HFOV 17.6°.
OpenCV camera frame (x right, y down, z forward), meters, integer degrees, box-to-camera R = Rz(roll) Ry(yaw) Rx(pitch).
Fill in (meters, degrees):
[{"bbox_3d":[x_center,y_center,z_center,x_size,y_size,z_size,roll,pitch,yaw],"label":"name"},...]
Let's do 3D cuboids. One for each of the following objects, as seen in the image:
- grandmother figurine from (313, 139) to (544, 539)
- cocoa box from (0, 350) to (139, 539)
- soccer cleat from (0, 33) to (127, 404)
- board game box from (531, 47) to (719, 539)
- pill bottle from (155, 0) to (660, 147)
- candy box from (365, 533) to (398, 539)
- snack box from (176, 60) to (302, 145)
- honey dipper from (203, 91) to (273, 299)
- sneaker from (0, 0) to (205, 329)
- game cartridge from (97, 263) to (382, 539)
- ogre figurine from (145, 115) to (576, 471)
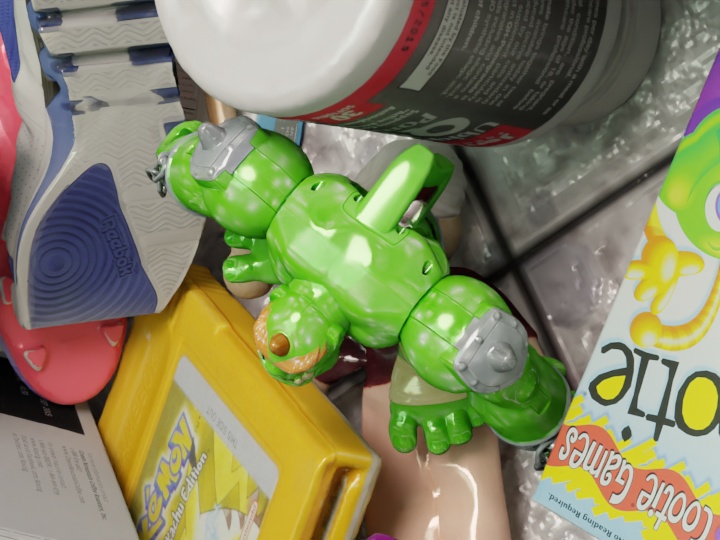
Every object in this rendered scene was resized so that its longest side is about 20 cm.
[{"bbox_3d":[0.024,0.045,0.948,0.121,0.061,0.201,-6,81,14],"label":"grandmother figurine"},{"bbox_3d":[-0.187,0.124,1.001,0.131,0.133,0.200,-68,22,15],"label":"cocoa box"},{"bbox_3d":[-0.156,-0.037,1.051,0.076,0.067,0.200,-7,102,70],"label":"soccer cleat"},{"bbox_3d":[0.160,0.013,0.814,0.105,0.103,0.200,29,105,34],"label":"board game box"},{"bbox_3d":[0.027,-0.103,0.859,0.111,0.200,0.111,-2,86,37],"label":"pill bottle"},{"bbox_3d":[0.039,0.217,0.881,0.136,0.061,0.200,19,121,36],"label":"candy box"},{"bbox_3d":[-0.106,-0.118,1.061,0.200,0.037,0.116,13,96,36],"label":"snack box"},{"bbox_3d":[-0.062,-0.086,0.986,0.038,0.038,0.200,-13,85,36],"label":"honey dipper"},{"bbox_3d":[-0.114,-0.084,0.987,0.115,0.080,0.200,-121,32,-58],"label":"sneaker"},{"bbox_3d":[-0.071,0.110,0.978,0.200,0.032,0.177,42,116,55],"label":"game cartridge"},{"bbox_3d":[0.000,0.000,0.865,0.098,0.120,0.200,-33,77,-2],"label":"ogre figurine"}]
